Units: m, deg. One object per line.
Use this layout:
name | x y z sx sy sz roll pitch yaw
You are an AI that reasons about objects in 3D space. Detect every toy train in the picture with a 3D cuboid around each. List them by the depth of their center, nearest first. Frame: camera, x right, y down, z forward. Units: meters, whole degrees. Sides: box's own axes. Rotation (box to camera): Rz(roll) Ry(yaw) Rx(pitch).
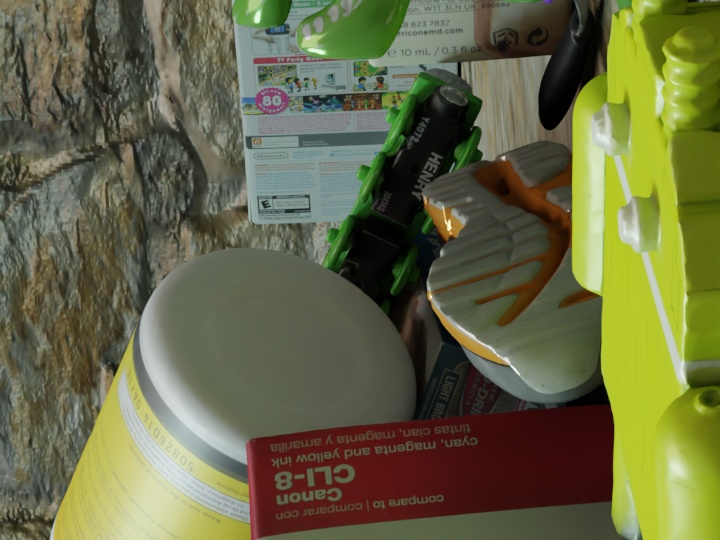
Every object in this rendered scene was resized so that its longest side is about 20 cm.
toy train | 0.000 0.000 1.006 0.056 0.042 0.201 -72 8 -60

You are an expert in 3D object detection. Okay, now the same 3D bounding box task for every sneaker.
sneaker | 0.068 0.012 0.857 0.200 0.078 0.078 -89 -18 -74

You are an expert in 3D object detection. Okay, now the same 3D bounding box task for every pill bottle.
pill bottle | -0.061 0.095 0.972 0.112 0.111 0.201 -96 25 -46

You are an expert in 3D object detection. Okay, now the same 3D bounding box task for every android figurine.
android figurine | 0.086 0.012 0.654 0.183 0.041 0.201 -96 1 -53

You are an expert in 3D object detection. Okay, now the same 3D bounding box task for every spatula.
spatula | 0.078 -0.100 0.902 0.200 0.020 0.057 85 -167 -67

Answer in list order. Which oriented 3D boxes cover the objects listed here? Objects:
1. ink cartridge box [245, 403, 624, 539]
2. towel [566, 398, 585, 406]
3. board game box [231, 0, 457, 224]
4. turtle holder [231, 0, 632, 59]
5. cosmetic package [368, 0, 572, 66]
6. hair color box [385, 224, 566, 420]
ink cartridge box | 0.039 0.172 0.826 0.146 0.144 0.201 89 176 -47
towel | 0.075 0.111 1.046 0.200 0.049 0.149 -98 3 -63
board game box | -0.009 -0.127 1.619 0.064 0.146 0.201 -93 1 -47
turtle holder | 0.024 -0.133 0.696 0.186 0.140 0.133 -97 4 -77
cosmetic package | 0.038 -0.191 0.954 0.104 0.087 0.201 -94 1 -49
hair color box | 0.031 0.042 1.038 0.200 0.060 0.101 -108 35 -68
